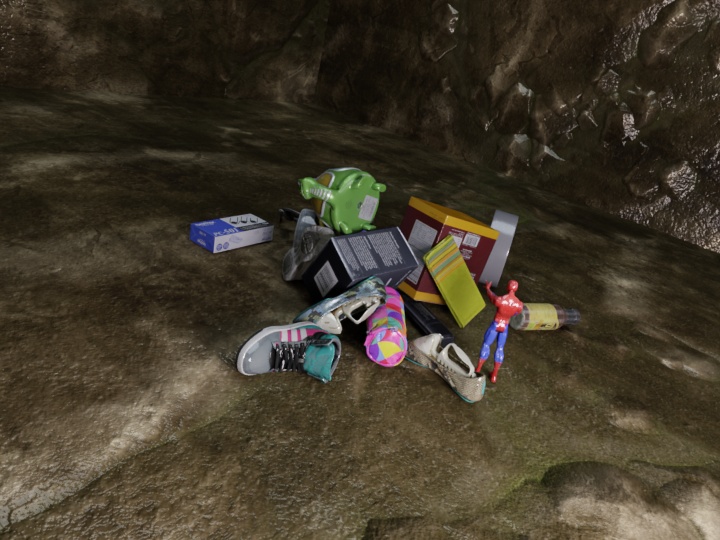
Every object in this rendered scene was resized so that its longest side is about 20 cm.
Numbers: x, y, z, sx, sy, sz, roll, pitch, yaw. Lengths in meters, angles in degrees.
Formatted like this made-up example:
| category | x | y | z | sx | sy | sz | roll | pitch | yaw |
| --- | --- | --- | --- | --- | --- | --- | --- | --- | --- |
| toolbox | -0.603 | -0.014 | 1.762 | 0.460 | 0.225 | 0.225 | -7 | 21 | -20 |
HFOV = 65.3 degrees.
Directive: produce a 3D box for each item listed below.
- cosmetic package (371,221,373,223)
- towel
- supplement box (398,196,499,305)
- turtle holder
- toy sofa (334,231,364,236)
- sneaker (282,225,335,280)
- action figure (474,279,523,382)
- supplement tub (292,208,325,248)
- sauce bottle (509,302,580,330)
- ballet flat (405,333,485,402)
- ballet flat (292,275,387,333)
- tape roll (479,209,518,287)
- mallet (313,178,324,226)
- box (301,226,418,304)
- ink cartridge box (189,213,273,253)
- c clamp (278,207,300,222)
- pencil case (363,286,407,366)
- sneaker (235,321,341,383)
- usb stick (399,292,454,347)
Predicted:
| category | x | y | z | sx | sy | sz | roll | pitch | yaw |
| --- | --- | --- | --- | --- | --- | --- | --- | --- | --- |
| cosmetic package | -0.051 | -0.215 | 1.806 | 0.100 | 0.075 | 0.199 | -10 | 35 | -43 |
| towel | 0.212 | 0.026 | 1.243 | 0.086 | 0.202 | 0.018 | -37 | 24 | -14 |
| supplement box | 0.189 | -0.039 | 1.330 | 0.195 | 0.204 | 0.132 | 10 | 17 | -40 |
| turtle holder | -0.048 | -0.145 | 1.182 | 0.130 | 0.143 | 0.184 | 26 | 40 | 33 |
| toy sofa | -0.029 | -0.132 | 1.313 | 0.081 | 0.204 | 0.098 | -14 | -15 | -9 |
| sneaker | -0.096 | -0.036 | 1.247 | 0.098 | 0.199 | 0.080 | 9 | 63 | -31 |
| action figure | 0.263 | 0.103 | 1.098 | 0.064 | 0.204 | 0.099 | 12 | 22 | -4 |
| supplement tub | -0.065 | -0.074 | 1.406 | 0.196 | 0.125 | 0.123 | 13 | 23 | -2 |
| sauce bottle | 0.450 | 0.112 | 1.365 | 0.196 | 0.066 | 0.065 | 2 | 25 | -25 |
| ballet flat | 0.156 | 0.164 | 1.056 | 0.067 | 0.077 | 0.199 | -14 | 35 | -43 |
| ballet flat | -0.035 | 0.080 | 1.077 | 0.197 | 0.075 | 0.074 | -29 | 33 | -6 |
| tape roll | 0.370 | -0.060 | 1.532 | 0.065 | 0.204 | 0.200 | 18 | 23 | 11 |
| mallet | -0.091 | -0.131 | 1.342 | 0.066 | 0.041 | 0.203 | 41 | 33 | -46 |
| box | 0.000 | 0.000 | 1.199 | 0.198 | 0.148 | 0.106 | -12 | 65 | -42 |
| ink cartridge box | -0.319 | -0.096 | 1.407 | 0.093 | 0.045 | 0.198 | 26 | 26 | 29 |
| c clamp | -0.140 | -0.128 | 1.539 | 0.197 | 0.028 | 0.171 | 26 | -10 | 3 |
| pencil case | 0.049 | 0.106 | 1.116 | 0.086 | 0.090 | 0.201 | 13 | 20 | -3 |
| sneaker | -0.102 | 0.147 | 0.944 | 0.119 | 0.086 | 0.198 | 18 | 20 | 35 |
| usb stick | 0.139 | 0.106 | 1.237 | 0.054 | 0.033 | 0.200 | -5 | 29 | -24 |
